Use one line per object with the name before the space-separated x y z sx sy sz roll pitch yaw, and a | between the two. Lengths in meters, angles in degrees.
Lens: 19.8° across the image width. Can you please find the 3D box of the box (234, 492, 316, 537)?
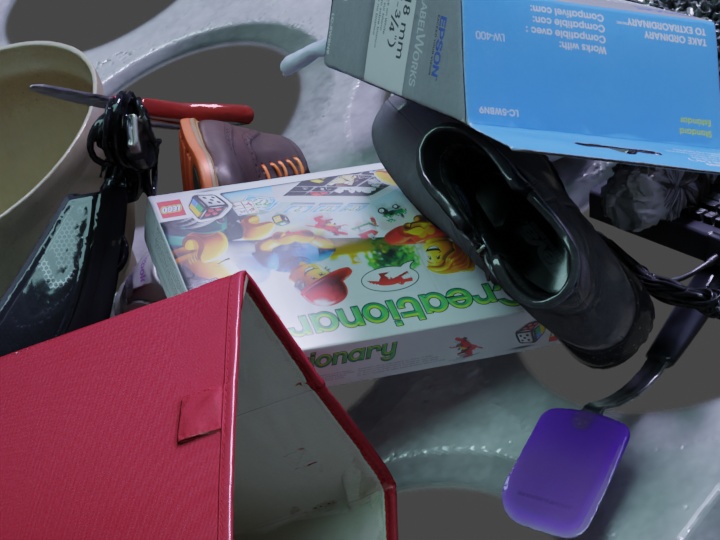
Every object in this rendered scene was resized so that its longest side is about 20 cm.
box | -0.121 0.102 1.091 0.198 0.075 0.101 -17 38 15

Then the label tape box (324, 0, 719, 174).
label tape box | 0.089 -0.101 0.980 0.143 0.064 0.200 4 13 -27

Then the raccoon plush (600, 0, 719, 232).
raccoon plush | 0.151 -0.105 1.108 0.199 0.097 0.133 -33 26 -34

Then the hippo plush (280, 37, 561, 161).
hippo plush | 0.054 -0.134 1.175 0.198 0.160 0.162 -9 49 -3

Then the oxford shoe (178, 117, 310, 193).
oxford shoe | -0.064 -0.056 1.189 0.072 0.072 0.200 -5 9 1

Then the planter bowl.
planter bowl | -0.217 -0.023 1.253 0.199 0.135 0.201 -18 38 15

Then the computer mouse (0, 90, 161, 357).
computer mouse | -0.148 0.011 1.072 0.201 0.052 0.139 -61 -2 -9

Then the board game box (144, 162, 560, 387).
board game box | 0.000 0.000 1.067 0.198 0.035 0.127 -10 46 -19

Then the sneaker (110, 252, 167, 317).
sneaker | -0.120 0.026 1.157 0.199 0.100 0.075 -15 43 22

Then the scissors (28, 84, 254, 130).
scissors | -0.139 -0.092 1.175 0.073 0.199 0.014 2 91 36

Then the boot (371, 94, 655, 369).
boot | 0.058 -0.044 0.994 0.070 0.132 0.200 -49 58 3

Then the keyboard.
keyboard | 0.186 -0.016 1.035 0.127 0.021 0.199 -32 31 -25

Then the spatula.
spatula | 0.136 0.051 1.010 0.056 0.021 0.200 10 46 42

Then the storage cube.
storage cube | -0.095 0.140 0.932 0.179 0.171 0.201 -19 42 17
